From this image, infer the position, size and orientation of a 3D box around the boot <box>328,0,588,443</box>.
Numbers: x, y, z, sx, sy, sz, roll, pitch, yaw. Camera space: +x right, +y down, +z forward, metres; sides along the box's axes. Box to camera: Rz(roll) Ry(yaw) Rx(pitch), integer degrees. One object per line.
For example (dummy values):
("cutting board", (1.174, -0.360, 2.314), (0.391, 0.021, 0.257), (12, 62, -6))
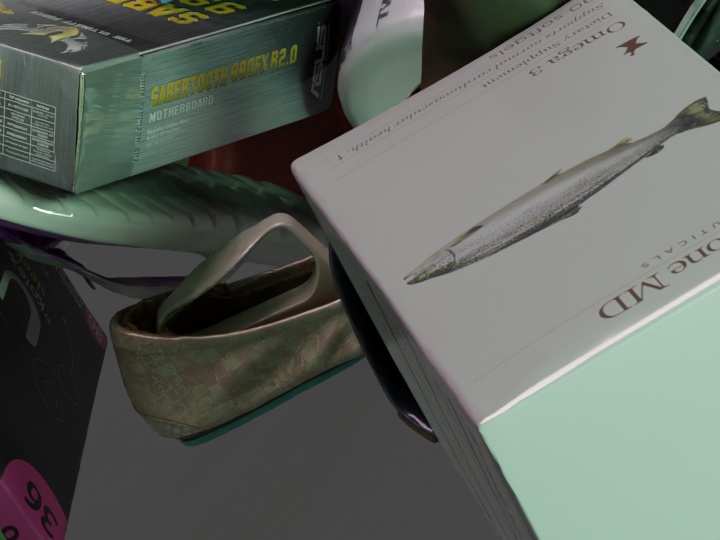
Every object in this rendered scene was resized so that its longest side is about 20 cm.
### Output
("boot", (0.035, -0.030, 0.923), (0.075, 0.201, 0.097), (29, 63, 37))

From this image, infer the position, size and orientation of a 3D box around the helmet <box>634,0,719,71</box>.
("helmet", (0.176, -0.125, 0.914), (0.190, 0.201, 0.200), (-20, 19, 51))

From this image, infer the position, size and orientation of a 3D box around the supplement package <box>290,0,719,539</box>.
("supplement package", (0.075, 0.019, 0.809), (0.116, 0.118, 0.200), (-30, 26, -3))

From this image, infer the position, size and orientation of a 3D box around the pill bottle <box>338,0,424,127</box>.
("pill bottle", (0.062, -0.138, 1.127), (0.106, 0.106, 0.201), (-14, 48, 36))

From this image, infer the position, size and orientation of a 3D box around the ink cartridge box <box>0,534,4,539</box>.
("ink cartridge box", (-0.194, 0.144, 0.917), (0.145, 0.085, 0.200), (-27, 20, 8))

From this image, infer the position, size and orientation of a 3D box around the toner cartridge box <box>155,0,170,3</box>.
("toner cartridge box", (-0.074, -0.180, 1.145), (0.095, 0.043, 0.200), (-27, 36, -8))

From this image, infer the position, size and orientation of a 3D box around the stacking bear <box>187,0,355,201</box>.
("stacking bear", (0.019, -0.111, 1.236), (0.113, 0.122, 0.200), (9, 38, 38))

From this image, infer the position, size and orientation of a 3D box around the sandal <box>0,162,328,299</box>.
("sandal", (-0.086, -0.012, 1.107), (0.202, 0.050, 0.082), (9, 17, -39))

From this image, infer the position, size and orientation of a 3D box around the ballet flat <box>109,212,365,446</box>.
("ballet flat", (0.000, 0.000, 1.058), (0.199, 0.063, 0.068), (-27, 20, 6))

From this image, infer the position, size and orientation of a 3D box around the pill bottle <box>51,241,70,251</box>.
("pill bottle", (-0.204, -0.022, 1.321), (0.199, 0.107, 0.106), (-33, 20, -12))

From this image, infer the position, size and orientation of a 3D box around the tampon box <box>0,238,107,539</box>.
("tampon box", (-0.192, 0.035, 1.098), (0.126, 0.150, 0.200), (-28, 20, 10))

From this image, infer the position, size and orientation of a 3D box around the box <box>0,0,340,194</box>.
("box", (-0.132, -0.091, 1.110), (0.199, 0.049, 0.158), (18, 23, 32))

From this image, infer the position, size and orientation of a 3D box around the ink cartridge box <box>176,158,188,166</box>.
("ink cartridge box", (-0.054, -0.150, 1.314), (0.146, 0.084, 0.200), (-36, -16, -19))
